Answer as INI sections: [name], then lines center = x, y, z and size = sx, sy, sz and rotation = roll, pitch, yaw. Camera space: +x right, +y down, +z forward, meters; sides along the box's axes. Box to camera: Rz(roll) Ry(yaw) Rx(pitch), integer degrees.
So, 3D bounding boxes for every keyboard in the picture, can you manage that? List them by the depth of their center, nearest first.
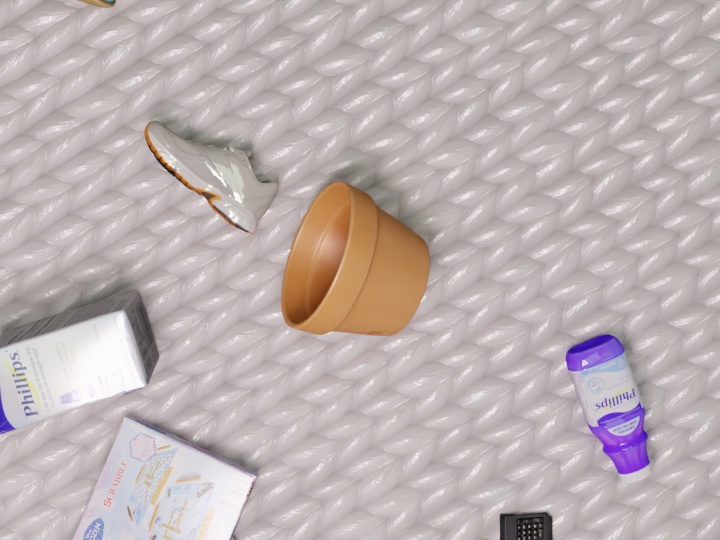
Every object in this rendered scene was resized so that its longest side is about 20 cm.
[keyboard]
center = 0.225, 0.446, 1.743
size = 0.103, 0.040, 0.203
rotation = -2, 94, -5

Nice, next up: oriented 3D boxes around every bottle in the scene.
[bottle]
center = 0.352, 0.194, 1.719
size = 0.083, 0.065, 0.202
rotation = -20, 96, -4

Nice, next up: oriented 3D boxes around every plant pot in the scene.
[plant pot]
center = 0.000, 0.000, 1.622
size = 0.139, 0.200, 0.202
rotation = 19, 93, -22

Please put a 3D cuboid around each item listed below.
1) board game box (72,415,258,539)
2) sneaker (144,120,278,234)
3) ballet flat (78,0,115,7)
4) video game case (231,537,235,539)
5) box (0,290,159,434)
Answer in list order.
[board game box]
center = -0.267, 0.328, 1.671
size = 0.198, 0.041, 0.202
rotation = 24, 88, 3
[sneaker]
center = -0.197, -0.142, 1.652
size = 0.200, 0.076, 0.092
rotation = 41, 83, -14
[ballet flat]
center = -0.404, -0.408, 1.620
size = 0.063, 0.069, 0.200
rotation = -40, 95, 28
[video game case]
center = -0.255, 0.432, 1.713
size = 0.199, 0.023, 0.183
rotation = -36, 97, 0
[box]
center = -0.374, 0.114, 1.596
size = 0.198, 0.184, 0.106
rotation = -17, 98, -2
